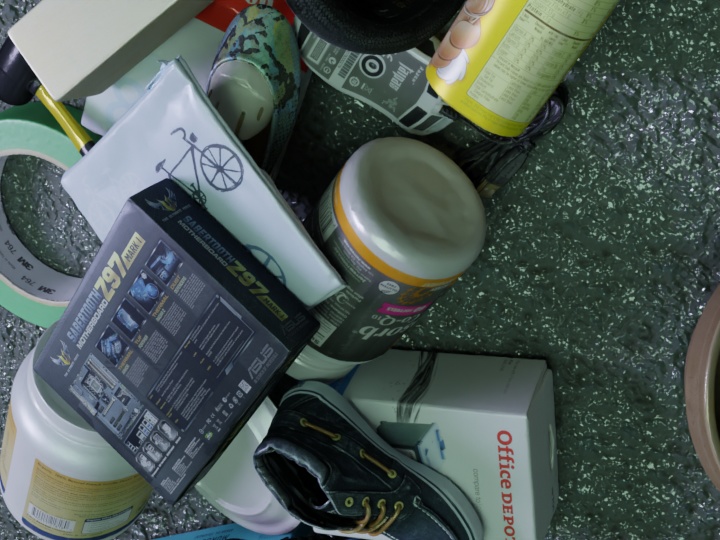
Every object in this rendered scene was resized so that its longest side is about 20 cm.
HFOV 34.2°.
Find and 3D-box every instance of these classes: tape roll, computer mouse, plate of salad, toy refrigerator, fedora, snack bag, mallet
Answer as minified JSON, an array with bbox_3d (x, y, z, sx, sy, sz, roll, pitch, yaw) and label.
[{"bbox_3d":[-0.269,-0.045,1.024,0.199,0.048,0.201,9,120,16],"label":"tape roll"},{"bbox_3d":[0.044,-0.141,0.853,0.200,0.044,0.110,35,129,-5],"label":"computer mouse"},{"bbox_3d":[-0.116,0.149,1.061,0.199,0.048,0.201,25,131,32],"label":"plate of salad"},{"bbox_3d":[-0.153,-0.210,0.844,0.200,0.076,0.070,-35,93,20],"label":"toy refrigerator"},{"bbox_3d":[-0.004,-0.244,0.768,0.091,0.200,0.202,16,129,53],"label":"fedora"},{"bbox_3d":[-0.123,-0.032,0.860,0.188,0.021,0.200,-34,94,43],"label":"snack bag"},{"bbox_3d":[-0.226,-0.099,0.930,0.066,0.041,0.201,-34,88,41],"label":"mallet"}]

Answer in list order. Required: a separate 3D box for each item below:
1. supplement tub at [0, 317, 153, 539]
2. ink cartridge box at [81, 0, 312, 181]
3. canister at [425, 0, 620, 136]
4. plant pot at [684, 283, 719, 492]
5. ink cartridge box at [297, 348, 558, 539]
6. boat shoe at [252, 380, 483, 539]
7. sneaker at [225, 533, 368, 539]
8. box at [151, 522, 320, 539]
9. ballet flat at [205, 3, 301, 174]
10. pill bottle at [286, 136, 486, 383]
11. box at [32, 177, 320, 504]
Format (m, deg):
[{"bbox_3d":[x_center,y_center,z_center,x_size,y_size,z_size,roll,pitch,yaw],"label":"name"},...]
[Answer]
[{"bbox_3d":[-0.237,0.138,1.028,0.144,0.145,0.200,32,138,3],"label":"supplement tub"},{"bbox_3d":[-0.118,-0.166,0.899,0.159,0.047,0.201,27,125,7],"label":"ink cartridge box"},{"bbox_3d":[0.131,-0.194,0.726,0.086,0.149,0.200,35,125,1],"label":"canister"},{"bbox_3d":[0.295,0.074,0.810,0.201,0.200,0.093,57,165,-13],"label":"plant pot"},{"bbox_3d":[0.056,0.149,0.976,0.199,0.086,0.147,3,118,22],"label":"ink cartridge box"},{"bbox_3d":[0.004,0.180,0.906,0.200,0.091,0.071,40,125,-4],"label":"boat shoe"},{"bbox_3d":[-0.032,0.261,1.050,0.199,0.078,0.070,21,163,-14],"label":"sneaker"},{"bbox_3d":[-0.122,0.294,1.144,0.199,0.049,0.083,-17,109,28],"label":"box"},{"bbox_3d":[-0.092,-0.094,0.862,0.074,0.074,0.201,20,122,10],"label":"ballet flat"},{"bbox_3d":[0.000,0.000,0.886,0.116,0.116,0.200,38,138,-1],"label":"pill bottle"},{"bbox_3d":[-0.141,0.056,0.863,0.158,0.051,0.200,42,125,7],"label":"box"}]
